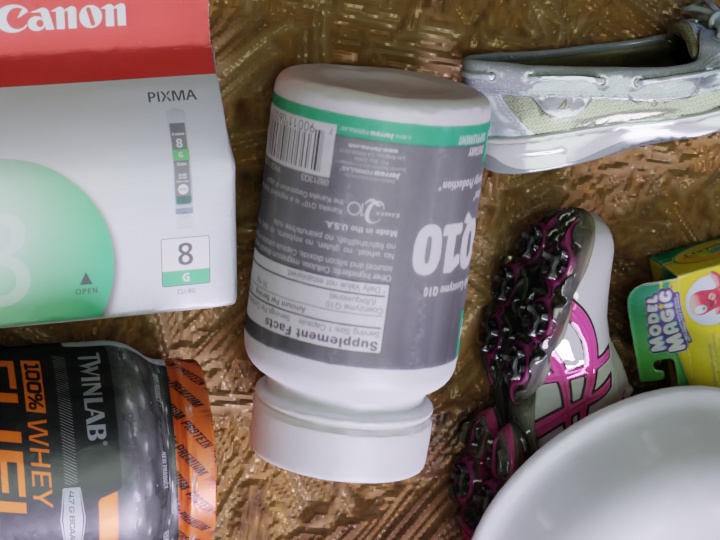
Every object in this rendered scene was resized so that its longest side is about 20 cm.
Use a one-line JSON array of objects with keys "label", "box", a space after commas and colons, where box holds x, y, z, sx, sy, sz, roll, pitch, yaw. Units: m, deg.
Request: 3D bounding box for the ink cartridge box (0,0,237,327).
[{"label": "ink cartridge box", "box": [-0.145, -0.074, 1.107, 0.160, 0.050, 0.201, -5, 108, -17]}]

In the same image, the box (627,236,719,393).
[{"label": "box", "box": [0.246, 0.032, 1.239, 0.199, 0.048, 0.118, -16, 108, -12]}]

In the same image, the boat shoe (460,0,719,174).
[{"label": "boat shoe", "box": [0.153, -0.107, 1.166, 0.201, 0.074, 0.065, -15, 112, -3]}]

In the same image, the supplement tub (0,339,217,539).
[{"label": "supplement tub", "box": [-0.178, 0.099, 1.110, 0.199, 0.123, 0.123, -4, 105, -13]}]

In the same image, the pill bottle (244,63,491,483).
[{"label": "pill bottle", "box": [0.000, 0.000, 1.134, 0.113, 0.113, 0.201, 4, 104, -15]}]

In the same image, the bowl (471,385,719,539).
[{"label": "bowl", "box": [0.163, 0.167, 1.190, 0.200, 0.090, 0.202, -16, 133, -17]}]

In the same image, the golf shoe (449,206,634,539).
[{"label": "golf shoe", "box": [0.112, 0.059, 1.203, 0.092, 0.073, 0.201, 2, 113, -23]}]
